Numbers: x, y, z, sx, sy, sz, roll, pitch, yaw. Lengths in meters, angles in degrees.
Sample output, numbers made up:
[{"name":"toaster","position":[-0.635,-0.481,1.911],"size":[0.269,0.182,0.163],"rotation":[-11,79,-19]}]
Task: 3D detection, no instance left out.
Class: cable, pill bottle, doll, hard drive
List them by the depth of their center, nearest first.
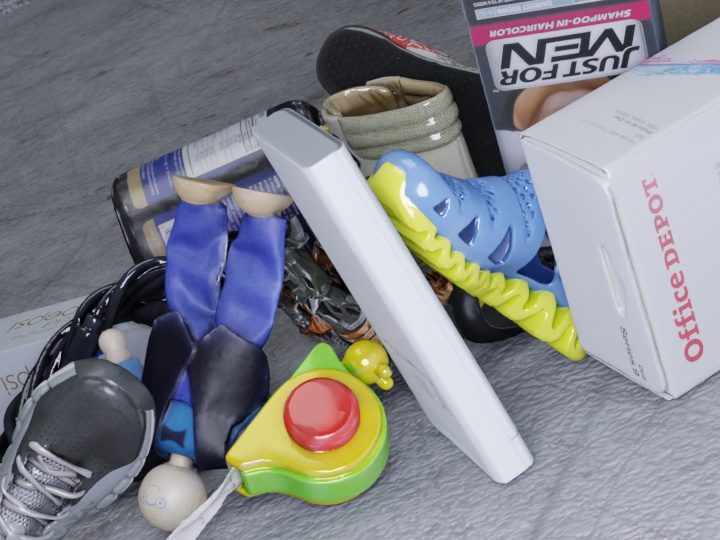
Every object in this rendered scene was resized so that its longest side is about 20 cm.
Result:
[{"name":"hard drive","position":[0.016,0.011,1.285],"size":[0.027,0.200,0.132],"rotation":[-34,19,-6]},{"name":"doll","position":[-0.093,0.049,1.380],"size":[0.136,0.201,0.048],"rotation":[11,3,25]},{"name":"cable","position":[-0.162,0.070,1.523],"size":[0.200,0.051,0.164],"rotation":[-29,42,22]},{"name":"pill bottle","position":[-0.068,-0.054,1.735],"size":[0.199,0.112,0.112],"rotation":[-23,18,5]}]

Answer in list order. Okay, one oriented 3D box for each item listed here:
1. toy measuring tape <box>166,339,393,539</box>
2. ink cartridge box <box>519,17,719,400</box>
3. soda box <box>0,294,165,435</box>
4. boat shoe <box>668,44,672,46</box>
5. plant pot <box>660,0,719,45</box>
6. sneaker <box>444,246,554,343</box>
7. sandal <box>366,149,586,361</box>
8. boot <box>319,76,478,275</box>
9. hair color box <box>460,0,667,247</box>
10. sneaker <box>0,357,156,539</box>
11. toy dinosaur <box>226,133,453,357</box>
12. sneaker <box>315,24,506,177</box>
[{"name":"toy measuring tape","position":[-0.040,0.119,1.307],"size":[0.073,0.074,0.200],"rotation":[2,48,55]},{"name":"ink cartridge box","position":[0.199,-0.047,1.286],"size":[0.200,0.146,0.087],"rotation":[-32,31,-20]},{"name":"soda box","position":[-0.184,0.057,1.650],"size":[0.199,0.064,0.068],"rotation":[-15,20,31]},{"name":"boat shoe","position":[0.169,-0.107,1.634],"size":[0.199,0.073,0.063],"rotation":[-22,20,12]},{"name":"plant pot","position":[0.245,-0.222,1.734],"size":[0.200,0.187,0.187],"rotation":[-49,26,-23]},{"name":"sneaker","position":[0.140,-0.021,1.429],"size":[0.200,0.070,0.090],"rotation":[-31,16,-23]},{"name":"sandal","position":[0.078,-0.026,1.311],"size":[0.087,0.200,0.079],"rotation":[-54,50,6]},{"name":"boot","position":[0.010,-0.041,1.519],"size":[0.200,0.155,0.072],"rotation":[-5,28,48]},{"name":"hair color box","position":[0.121,-0.105,1.339],"size":[0.099,0.200,0.061],"rotation":[-8,46,11]},{"name":"sneaker","position":[-0.184,0.144,1.342],"size":[0.200,0.075,0.116],"rotation":[-51,12,37]},{"name":"toy dinosaur","position":[0.000,0.000,1.445],"size":[0.200,0.136,0.102],"rotation":[-18,27,44]},{"name":"sneaker","position":[0.075,-0.097,1.559],"size":[0.201,0.067,0.108],"rotation":[28,8,23]}]
